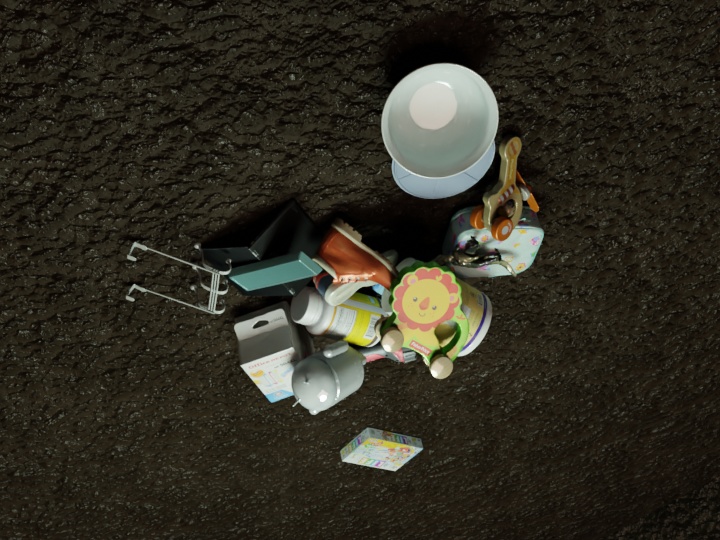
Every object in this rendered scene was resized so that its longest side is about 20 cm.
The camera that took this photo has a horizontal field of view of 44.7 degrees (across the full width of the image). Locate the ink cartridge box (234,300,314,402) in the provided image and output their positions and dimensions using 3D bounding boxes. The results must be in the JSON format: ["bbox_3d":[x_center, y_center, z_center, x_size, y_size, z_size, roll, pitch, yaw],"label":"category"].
[{"bbox_3d":[-0.186,0.173,1.912,0.126,0.127,0.201,-20,142,8],"label":"ink cartridge box"}]

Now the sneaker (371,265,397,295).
[{"bbox_3d":[0.106,0.057,1.890,0.198,0.091,0.078,23,129,-36],"label":"sneaker"}]

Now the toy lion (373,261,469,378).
[{"bbox_3d":[0.132,0.085,1.693,0.198,0.069,0.193,30,103,-23],"label":"toy lion"}]

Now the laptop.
[{"bbox_3d":[-0.185,-0.040,1.748,0.200,0.116,0.188,-47,140,-5],"label":"laptop"}]

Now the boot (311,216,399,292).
[{"bbox_3d":[0.000,0.000,1.708,0.108,0.199,0.075,-52,178,-5],"label":"boot"}]

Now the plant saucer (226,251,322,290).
[{"bbox_3d":[-0.168,0.005,1.686,0.197,0.019,0.070,-13,143,35],"label":"plant saucer"}]

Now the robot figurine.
[{"bbox_3d":[-0.069,0.224,1.846,0.199,0.112,0.172,-25,134,-50],"label":"robot figurine"}]

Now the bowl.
[{"bbox_3d":[0.128,-0.266,1.483,0.197,0.091,0.204,-3,119,-5],"label":"bowl"}]

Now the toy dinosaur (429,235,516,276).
[{"bbox_3d":[0.235,-0.025,1.744,0.196,0.048,0.088,8,155,-13],"label":"toy dinosaur"}]

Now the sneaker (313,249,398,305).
[{"bbox_3d":[-0.012,-0.007,1.791,0.198,0.084,0.076,-26,143,-34],"label":"sneaker"}]

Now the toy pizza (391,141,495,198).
[{"bbox_3d":[0.153,-0.212,1.626,0.196,0.032,0.202,-8,141,-6],"label":"toy pizza"}]

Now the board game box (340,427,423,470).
[{"bbox_3d":[0.060,0.505,2.464,0.198,0.035,0.134,18,132,-34],"label":"board game box"}]

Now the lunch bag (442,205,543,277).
[{"bbox_3d":[0.275,-0.064,1.807,0.196,0.078,0.162,-4,139,-12],"label":"lunch bag"}]

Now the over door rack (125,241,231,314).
[{"bbox_3d":[-0.355,0.007,1.712,0.196,0.067,0.149,10,140,-8],"label":"over door rack"}]

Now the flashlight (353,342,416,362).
[{"bbox_3d":[0.031,0.202,2.063,0.196,0.069,0.068,-16,153,2],"label":"flashlight"}]

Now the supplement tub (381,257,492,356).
[{"bbox_3d":[0.156,0.074,1.804,0.198,0.147,0.145,29,127,-22],"label":"supplement tub"}]

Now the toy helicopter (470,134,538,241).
[{"bbox_3d":[0.288,-0.163,1.677,0.131,0.079,0.203,-17,123,-32],"label":"toy helicopter"}]

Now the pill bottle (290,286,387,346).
[{"bbox_3d":[-0.047,0.093,1.870,0.197,0.111,0.109,17,133,-32],"label":"pill bottle"}]
